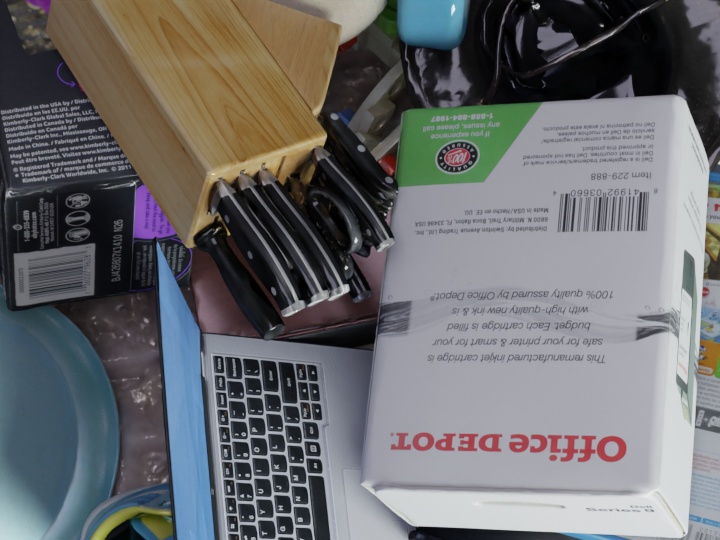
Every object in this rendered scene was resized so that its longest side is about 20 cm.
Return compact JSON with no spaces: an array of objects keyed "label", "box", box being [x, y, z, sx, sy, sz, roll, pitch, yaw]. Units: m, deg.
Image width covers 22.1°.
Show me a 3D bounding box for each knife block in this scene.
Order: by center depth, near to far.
[{"label":"knife block","box":[-0.077,-0.057,0.905,0.199,0.064,0.176,19,51,-5]}]

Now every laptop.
[{"label":"laptop","box":[-0.031,0.101,0.939,0.199,0.116,0.188,7,63,-29]}]

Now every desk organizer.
[{"label":"desk organizer","box":[0.000,0.000,1.073,0.199,0.072,0.077,-11,78,-1]}]

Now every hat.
[{"label":"hat","box":[0.119,-0.117,1.047,0.200,0.081,0.201,-1,83,4]}]

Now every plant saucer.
[{"label":"plant saucer","box":[-0.229,0.104,1.033,0.200,0.027,0.201,-5,99,-35]}]

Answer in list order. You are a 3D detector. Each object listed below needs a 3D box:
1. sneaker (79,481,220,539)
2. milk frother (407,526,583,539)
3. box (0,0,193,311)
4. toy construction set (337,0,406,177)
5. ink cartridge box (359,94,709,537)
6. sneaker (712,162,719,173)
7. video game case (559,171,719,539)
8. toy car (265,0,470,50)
[{"label":"sneaker","box":[-0.063,0.142,1.016,0.199,0.131,0.080,-21,91,-1]},{"label":"milk frother","box":[0.159,0.119,1.014,0.180,0.200,0.188,23,77,32]},{"label":"box","box":[-0.163,-0.096,1.028,0.106,0.122,0.200,-8,59,-15]},{"label":"toy construction set","box":[-0.024,-0.144,1.086,0.131,0.092,0.200,-38,87,-20]},{"label":"ink cartridge box","box":[0.088,0.024,0.899,0.145,0.084,0.201,0,68,21]},{"label":"sneaker","box":[0.248,-0.073,1.076,0.199,0.079,0.130,20,83,5]},{"label":"video game case","box":[0.145,0.041,0.930,0.143,0.018,0.201,12,73,26]},{"label":"toy car","box":[-0.018,-0.231,1.002,0.184,0.200,0.177,9,122,6]}]
